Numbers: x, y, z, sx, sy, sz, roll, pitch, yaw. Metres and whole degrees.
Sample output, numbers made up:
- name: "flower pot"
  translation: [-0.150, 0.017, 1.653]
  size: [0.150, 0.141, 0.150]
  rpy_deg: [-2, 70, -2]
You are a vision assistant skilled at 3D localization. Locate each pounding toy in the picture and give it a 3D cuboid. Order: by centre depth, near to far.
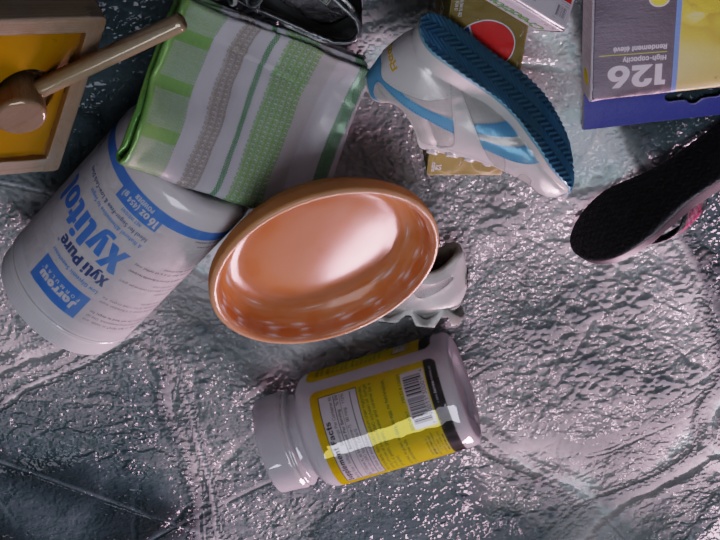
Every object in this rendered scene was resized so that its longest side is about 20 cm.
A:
- name: "pounding toy"
  translation: [-0.270, -0.159, 1.337]
  size: [0.200, 0.142, 0.184]
  rpy_deg: [-7, 139, -35]

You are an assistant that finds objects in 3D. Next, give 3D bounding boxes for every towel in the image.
- name: "towel"
  translation: [-0.088, -0.126, 1.399]
  size: [0.200, 0.031, 0.149]
  rpy_deg: [15, 96, -42]

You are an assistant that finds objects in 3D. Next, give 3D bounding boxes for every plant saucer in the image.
- name: "plant saucer"
  translation: [-0.033, -0.013, 1.472]
  size: [0.200, 0.037, 0.200]
  rpy_deg: [-13, 143, -10]

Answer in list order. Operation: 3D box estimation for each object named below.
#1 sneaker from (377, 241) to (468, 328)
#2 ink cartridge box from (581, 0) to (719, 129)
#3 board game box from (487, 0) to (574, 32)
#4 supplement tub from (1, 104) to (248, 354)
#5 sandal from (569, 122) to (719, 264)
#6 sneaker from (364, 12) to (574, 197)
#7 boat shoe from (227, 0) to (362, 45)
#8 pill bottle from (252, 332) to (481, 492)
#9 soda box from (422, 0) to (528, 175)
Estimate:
- name: "sneaker"
  translation: [0.000, 0.000, 1.585]
  size: [0.200, 0.074, 0.089]
  rpy_deg: [-1, 123, -12]
- name: "ink cartridge box"
  translation: [0.284, -0.195, 1.450]
  size: [0.197, 0.047, 0.200]
  rpy_deg: [-7, 130, -1]
- name: "board game box"
  translation: [0.097, -0.271, 1.285]
  size: [0.200, 0.126, 0.035]
  rpy_deg: [23, 172, -42]
- name: "supplement tub"
  translation: [-0.198, -0.035, 1.485]
  size: [0.132, 0.132, 0.200]
  rpy_deg: [29, 122, -28]
- name: "sandal"
  translation: [0.277, -0.062, 1.553]
  size: [0.200, 0.075, 0.045]
  rpy_deg: [-34, 138, 19]
- name: "sneaker"
  translation: [0.093, -0.121, 1.397]
  size: [0.200, 0.077, 0.081]
  rpy_deg: [38, 127, -26]
- name: "boat shoe"
  translation: [-0.083, -0.234, 1.359]
  size: [0.199, 0.068, 0.074]
  rpy_deg: [31, 122, -29]
- name: "pill bottle"
  translation: [0.005, 0.140, 1.676]
  size: [0.200, 0.114, 0.114]
  rpy_deg: [-17, 131, 10]
- name: "soda box"
  translation: [0.094, -0.173, 1.435]
  size: [0.068, 0.064, 0.200]
  rpy_deg: [0, 132, -7]
